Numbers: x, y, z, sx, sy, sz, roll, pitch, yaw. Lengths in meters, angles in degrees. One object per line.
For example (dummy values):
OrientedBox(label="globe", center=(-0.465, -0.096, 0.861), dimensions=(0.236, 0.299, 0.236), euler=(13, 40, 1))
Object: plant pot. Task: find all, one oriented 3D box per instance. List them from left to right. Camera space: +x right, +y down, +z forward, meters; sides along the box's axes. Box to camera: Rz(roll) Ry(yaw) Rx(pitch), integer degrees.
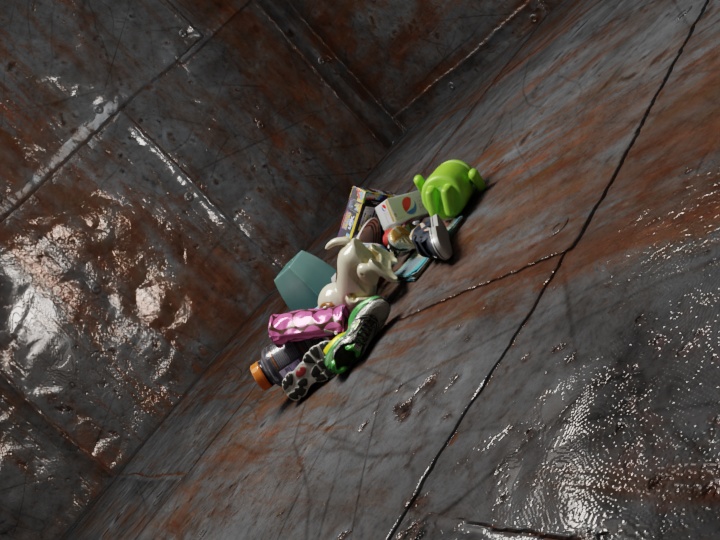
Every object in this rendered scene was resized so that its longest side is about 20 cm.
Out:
OrientedBox(label="plant pot", center=(-0.141, 0.053, 2.006), dimensions=(0.141, 0.200, 0.142), euler=(-36, 13, 40))

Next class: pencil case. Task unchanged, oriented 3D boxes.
OrientedBox(label="pencil case", center=(-0.116, 0.131, 1.586), dimensions=(0.196, 0.092, 0.094), euler=(-10, 34, 17))

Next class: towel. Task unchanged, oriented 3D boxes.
OrientedBox(label="towel", center=(0.162, -0.051, 1.679), dimensions=(0.201, 0.022, 0.146), euler=(-49, 11, -13))

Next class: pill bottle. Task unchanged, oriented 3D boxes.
OrientedBox(label="pill bottle", center=(-0.170, 0.211, 1.681), dimensions=(0.198, 0.107, 0.106), euler=(-32, 11, 0))

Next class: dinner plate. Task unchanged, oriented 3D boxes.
OrientedBox(label="dinner plate", center=(0.009, -0.055, 1.963), dimensions=(0.201, 0.024, 0.203), euler=(-52, -30, -46))

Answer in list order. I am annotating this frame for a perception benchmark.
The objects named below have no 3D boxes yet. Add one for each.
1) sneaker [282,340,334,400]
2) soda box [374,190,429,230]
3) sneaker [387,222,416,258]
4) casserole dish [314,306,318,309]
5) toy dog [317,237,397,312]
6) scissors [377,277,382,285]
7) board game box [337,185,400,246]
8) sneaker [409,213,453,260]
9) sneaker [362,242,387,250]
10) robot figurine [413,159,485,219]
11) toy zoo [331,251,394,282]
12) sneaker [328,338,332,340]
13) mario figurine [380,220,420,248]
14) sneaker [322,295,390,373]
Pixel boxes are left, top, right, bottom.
OrientedBox(label="sneaker", center=(-0.103, 0.218, 1.593), dimensions=(0.199, 0.081, 0.083), euler=(-38, 1, 28))
OrientedBox(label="soda box", center=(0.138, -0.170, 1.856), dimensions=(0.198, 0.069, 0.063), euler=(-18, -7, -36))
OrientedBox(label="sneaker", center=(0.106, -0.064, 1.787), dimensions=(0.088, 0.076, 0.199), euler=(-48, -10, 20))
OrientedBox(label="casserole dish", center=(-0.064, 0.088, 1.861), dimensions=(0.198, 0.039, 0.121), euler=(-33, -5, -13))
OrientedBox(label="toy dog", center=(-0.025, 0.038, 1.643), dimensions=(0.201, 0.192, 0.140), euler=(-55, 20, 21))
OrientedBox(label="scissors", center=(0.037, 0.046, 1.845), dimensions=(0.073, 0.014, 0.201), euler=(-36, 16, 36))
OrientedBox(label="board game box", center=(0.031, -0.153, 2.029), dimensions=(0.198, 0.056, 0.168), euler=(1, -68, -53))
OrientedBox(label="sneaker", center=(0.158, -0.061, 1.548), dimensions=(0.079, 0.079, 0.200), euler=(-31, 13, 15))
OrientedBox(label="sneaker", center=(0.016, -0.036, 1.858), dimensions=(0.199, 0.072, 0.073), euler=(-11, -63, -54))
OrientedBox(label="robot figurine", center=(0.223, -0.204, 1.725), dimensions=(0.172, 0.118, 0.200), euler=(-6, 25, 29))
OrientedBox(label="toy zoo", center=(0.000, 0.000, 1.808), dimensions=(0.129, 0.021, 0.200), euler=(-10, -13, -18))
OrientedBox(label="sneaker", center=(-0.126, 0.206, 1.792), dimensions=(0.200, 0.078, 0.116), euler=(-43, -4, -3))
OrientedBox(label="mario figurine", center=(0.114, -0.138, 1.959), dimensions=(0.124, 0.106, 0.201), euler=(-47, 6, 34))
OrientedBox(label="sneaker", center=(0.001, 0.144, 1.486), dimensions=(0.201, 0.078, 0.085), euler=(-53, 20, 1))
